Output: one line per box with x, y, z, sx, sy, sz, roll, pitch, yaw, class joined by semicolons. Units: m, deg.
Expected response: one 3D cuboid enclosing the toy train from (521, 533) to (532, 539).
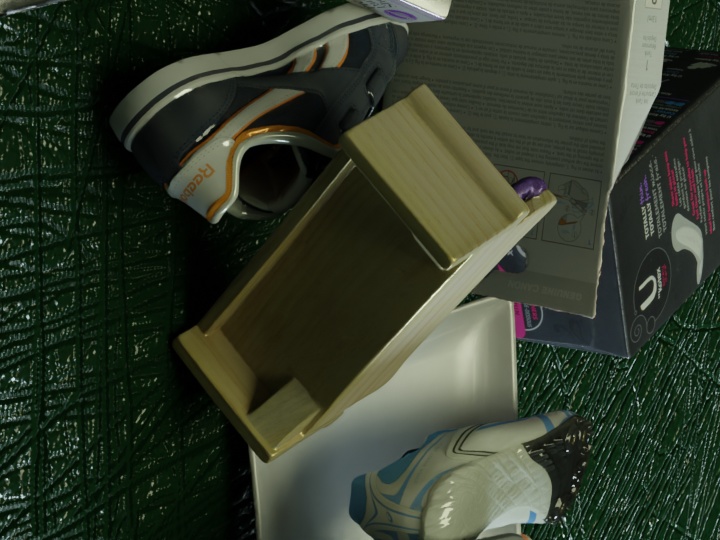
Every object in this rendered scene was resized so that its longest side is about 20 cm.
0.063;0.198;1.407;0.151;0.055;0.201;-56;141;-32;toy train

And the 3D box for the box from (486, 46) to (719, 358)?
0.166;-0.049;1.449;0.200;0.106;0.123;-40;129;-44;box

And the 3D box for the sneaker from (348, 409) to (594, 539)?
0.068;0.113;1.281;0.200;0.072;0.072;-10;116;-54;sneaker

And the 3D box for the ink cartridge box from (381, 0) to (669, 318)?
0.086;-0.087;1.264;0.050;0.160;0.201;-7;104;-52;ink cartridge box

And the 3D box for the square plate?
0.011;0.125;1.291;0.199;0.028;0.199;-14;108;-38;square plate

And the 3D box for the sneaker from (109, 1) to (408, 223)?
-0.033;-0.074;1.141;0.200;0.080;0.078;-26;164;-45;sneaker

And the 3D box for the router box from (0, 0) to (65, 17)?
-0.119;-0.219;0.957;0.149;0.062;0.201;-20;116;-30;router box

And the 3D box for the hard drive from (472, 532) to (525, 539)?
-0.004;0.219;1.226;0.200;0.027;0.132;-48;156;25;hard drive

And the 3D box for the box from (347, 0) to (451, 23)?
-0.039;-0.169;1.100;0.199;0.041;0.039;19;82;-38;box

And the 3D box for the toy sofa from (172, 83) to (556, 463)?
0.000;0.000;1.127;0.097;0.083;0.200;-32;168;-45;toy sofa
